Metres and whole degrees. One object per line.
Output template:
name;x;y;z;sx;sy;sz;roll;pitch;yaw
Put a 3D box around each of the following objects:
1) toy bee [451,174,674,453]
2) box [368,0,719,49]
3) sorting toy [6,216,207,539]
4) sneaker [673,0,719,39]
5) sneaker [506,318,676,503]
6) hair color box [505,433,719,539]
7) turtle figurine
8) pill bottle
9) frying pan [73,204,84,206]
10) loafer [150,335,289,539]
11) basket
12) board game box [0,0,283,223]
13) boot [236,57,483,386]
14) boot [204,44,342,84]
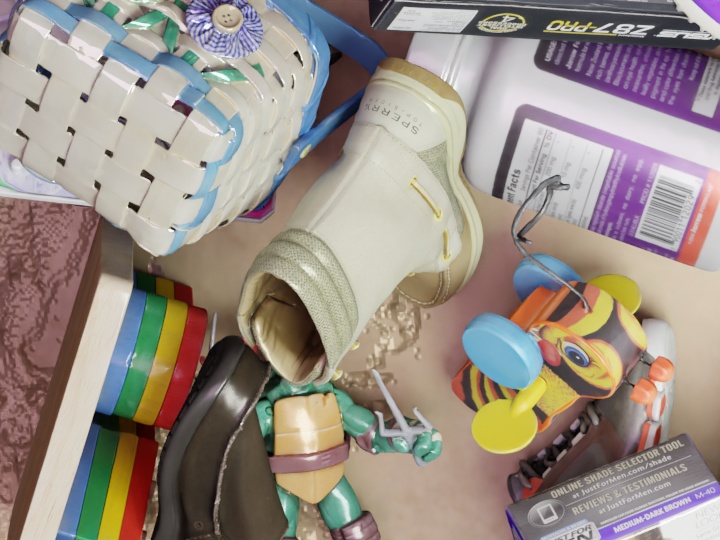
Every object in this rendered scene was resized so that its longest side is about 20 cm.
toy bee;0.110;0.047;1.241;0.109;0.200;0.131;37;83;12
box;0.099;-0.203;1.212;0.199;0.049;0.162;0;75;-16
sorting toy;-0.141;0.084;1.291;0.069;0.199;0.201;17;101;-9
sneaker;0.177;-0.193;1.152;0.200;0.100;0.070;46;68;0
sneaker;0.125;0.118;1.310;0.081;0.077;0.201;18;100;13
hair color box;0.159;0.198;1.264;0.109;0.065;0.201;-22;123;-4
turtle figurine;-0.028;0.106;1.317;0.149;0.101;0.201;-7;106;-3
pill bottle;0.122;-0.082;1.261;0.199;0.111;0.112;20;101;6
frying pan;-0.160;-0.051;1.309;0.189;0.115;0.031;-5;94;10
loafer;-0.068;0.116;1.222;0.071;0.073;0.201;19;134;5
basket;-0.088;-0.110;1.177;0.176;0.200;0.140;31;124;4
board game box;-0.138;-0.133;1.254;0.198;0.026;0.201;6;70;-7
boot;0.000;0.000;1.225;0.072;0.200;0.155;25;65;18
boot;-0.124;-0.158;1.312;0.202;0.073;0.155;-14;91;8
